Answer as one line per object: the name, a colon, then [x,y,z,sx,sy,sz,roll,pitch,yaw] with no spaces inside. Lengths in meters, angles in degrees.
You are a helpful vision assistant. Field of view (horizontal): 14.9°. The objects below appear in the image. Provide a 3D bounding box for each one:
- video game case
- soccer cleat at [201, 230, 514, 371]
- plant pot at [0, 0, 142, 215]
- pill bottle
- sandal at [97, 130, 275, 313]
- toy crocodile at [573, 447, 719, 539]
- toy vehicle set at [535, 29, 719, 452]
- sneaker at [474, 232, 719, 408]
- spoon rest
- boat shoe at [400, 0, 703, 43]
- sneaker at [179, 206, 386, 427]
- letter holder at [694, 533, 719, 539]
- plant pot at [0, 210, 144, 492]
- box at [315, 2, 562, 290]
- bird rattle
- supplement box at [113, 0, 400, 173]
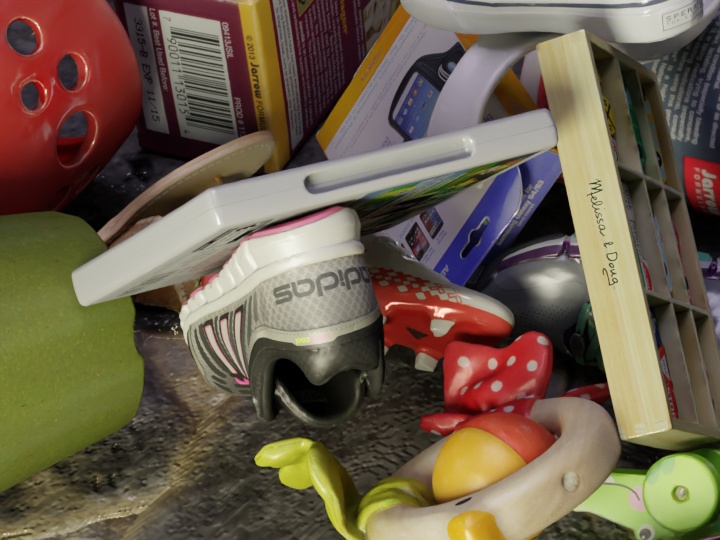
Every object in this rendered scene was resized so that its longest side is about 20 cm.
video game case: [-0.026,-0.030,1.343,0.182,0.022,0.200,-14,-5,-26]
soccer cleat: [0.000,0.000,1.487,0.200,0.069,0.085,6,67,38]
plant pot: [-0.251,-0.086,1.571,0.200,0.200,0.183,15,52,26]
pill bottle: [0.200,-0.090,1.555,0.200,0.120,0.120,14,43,25]
sandal: [-0.124,0.003,1.555,0.212,0.078,0.070,-28,74,-14]
toy crocodile: [0.199,0.120,1.347,0.200,0.062,0.068,3,0,16]
toy vehicle set: [0.139,-0.011,1.372,0.027,0.124,0.200,-15,79,20]
sneaker: [0.155,0.033,1.450,0.200,0.074,0.088,2,44,11]
spoon rest: [0.113,-0.123,1.474,0.099,0.061,0.200,27,54,38]
boat shoe: [0.095,-0.159,1.419,0.200,0.062,0.072,9,30,45]
sneaker: [-0.035,0.040,1.325,0.074,0.200,0.087,-11,76,-19]
letter holder: [0.165,0.163,1.228,0.200,0.142,0.101,-13,39,-6]
plant pot: [-0.220,0.048,1.421,0.190,0.200,0.200,-18,38,-31]
box: [0.047,-0.063,1.553,0.041,0.119,0.200,18,27,-34]
bird rattle: [0.060,0.104,1.338,0.200,0.113,0.163,-23,12,-31]
supplement box: [-0.057,-0.173,1.693,0.103,0.131,0.200,13,42,24]
